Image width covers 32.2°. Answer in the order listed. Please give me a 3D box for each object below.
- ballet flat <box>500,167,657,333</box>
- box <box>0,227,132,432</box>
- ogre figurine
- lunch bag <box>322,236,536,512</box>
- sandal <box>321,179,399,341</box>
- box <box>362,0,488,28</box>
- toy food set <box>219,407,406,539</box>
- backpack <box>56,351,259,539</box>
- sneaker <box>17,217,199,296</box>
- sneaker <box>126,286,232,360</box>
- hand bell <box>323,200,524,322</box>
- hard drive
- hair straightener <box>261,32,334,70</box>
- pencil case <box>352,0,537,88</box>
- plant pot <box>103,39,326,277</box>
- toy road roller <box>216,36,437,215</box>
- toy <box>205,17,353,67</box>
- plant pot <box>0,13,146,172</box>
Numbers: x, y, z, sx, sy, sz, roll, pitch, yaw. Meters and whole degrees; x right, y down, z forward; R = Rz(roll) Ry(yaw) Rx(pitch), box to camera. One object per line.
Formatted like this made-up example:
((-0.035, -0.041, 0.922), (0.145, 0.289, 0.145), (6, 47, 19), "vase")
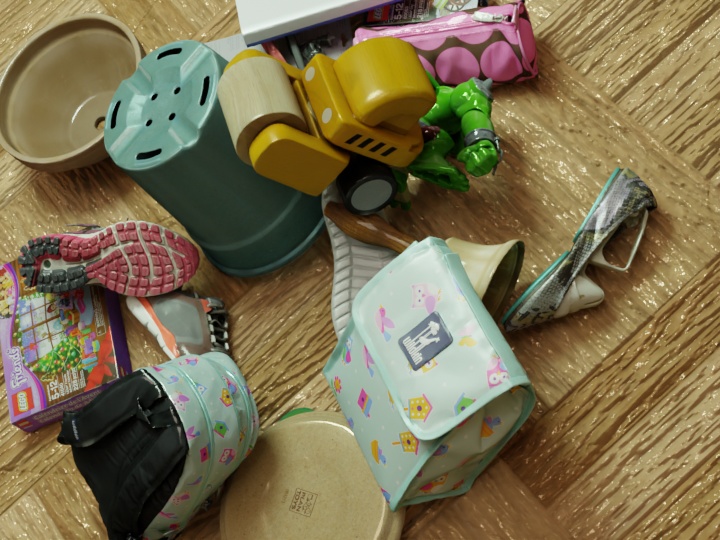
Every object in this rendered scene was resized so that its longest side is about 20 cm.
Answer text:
((0.218, -0.007, 1.196), (0.072, 0.072, 0.201), (35, 83, 30), "ballet flat")
((-0.334, 0.064, 1.391), (0.136, 0.039, 0.202), (-23, 60, 10), "box")
((0.071, -0.138, 1.289), (0.200, 0.098, 0.121), (-28, 38, 61), "ogre figurine")
((0.063, 0.092, 1.123), (0.121, 0.201, 0.171), (-9, 55, -30), "lunch bag")
((0.007, -0.001, 1.280), (0.082, 0.050, 0.205), (-7, 81, 1), "sandal")
((0.084, -0.358, 1.427), (0.135, 0.038, 0.202), (0, 66, 21), "box")
((-0.047, 0.227, 1.197), (0.196, 0.049, 0.202), (-4, 65, 20), "toy food set")
((-0.190, 0.162, 1.199), (0.167, 0.126, 0.200), (54, 133, 14), "backpack")
((-0.265, -0.019, 1.339), (0.198, 0.075, 0.082), (2, 101, 16), "sneaker")
((-0.169, 0.065, 1.308), (0.082, 0.077, 0.200), (-41, 59, -8), "sneaker")
((0.050, -0.020, 1.225), (0.199, 0.104, 0.105), (25, 77, 20), "hand bell")
((-0.043, -0.325, 1.393), (0.198, 0.025, 0.133), (-16, 49, 3), "hard drive")
((-0.063, -0.246, 1.371), (0.076, 0.041, 0.201), (-25, 45, -6), "hair straightener")
((0.088, -0.238, 1.336), (0.198, 0.094, 0.092), (-8, 77, 19), "pencil case")
((-0.150, -0.124, 1.296), (0.199, 0.196, 0.202), (-16, 58, 28), "plant pot")
((-0.021, -0.157, 1.179), (0.146, 0.199, 0.124), (-46, 48, 29), "toy road roller")
((-0.101, -0.230, 1.429), (0.198, 0.047, 0.116), (-11, 52, 5), "toy")
((-0.327, -0.195, 1.480), (0.199, 0.093, 0.203), (-9, 63, 18), "plant pot")
